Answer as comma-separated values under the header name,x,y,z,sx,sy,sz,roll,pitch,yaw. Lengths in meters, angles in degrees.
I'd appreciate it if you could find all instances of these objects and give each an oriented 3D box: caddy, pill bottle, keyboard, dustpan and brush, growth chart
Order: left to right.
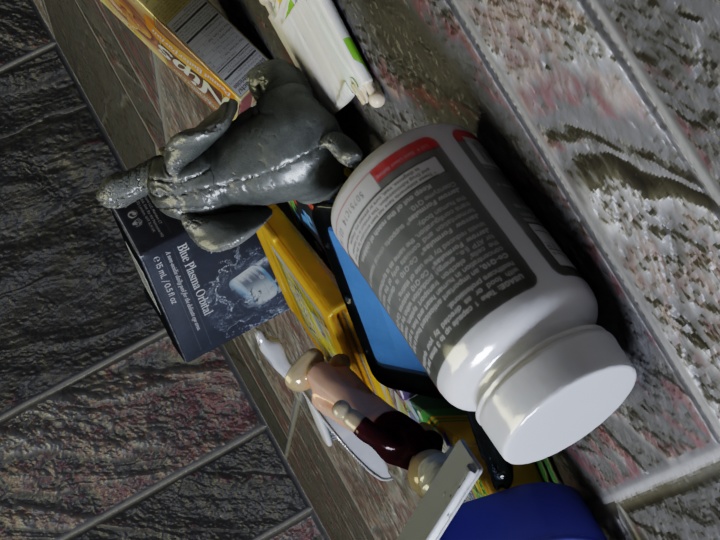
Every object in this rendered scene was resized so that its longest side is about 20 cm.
name,x,y,z,sx,sy,sz,roll,pitch,yaw
growth chart,-0.040,-0.190,1.182,0.145,0.018,0.200,64,169,-7
dustpan and brush,-0.046,0.117,1.402,0.140,0.057,0.201,49,166,51
keyboard,0.032,0.222,1.098,0.011,0.201,0.056,29,-171,-13
pill bottle,0.076,0.014,0.903,0.200,0.114,0.114,57,168,28
caddy,0.116,0.256,1.117,0.105,0.199,0.142,-104,-5,-58

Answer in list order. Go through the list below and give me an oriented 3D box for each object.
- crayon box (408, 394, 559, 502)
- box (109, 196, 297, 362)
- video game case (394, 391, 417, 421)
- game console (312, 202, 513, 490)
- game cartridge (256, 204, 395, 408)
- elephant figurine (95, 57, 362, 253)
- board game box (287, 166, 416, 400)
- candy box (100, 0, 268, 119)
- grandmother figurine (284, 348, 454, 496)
name,x,y,z,sx,sy,sz,roll,pitch,yaw
crayon box,0.117,0.177,1.265,0.126,0.051,0.200,65,168,-14
box,-0.147,-0.036,1.556,0.118,0.199,0.197,54,167,36
video game case,0.098,0.231,1.555,0.182,0.022,0.200,55,167,33
game console,0.039,0.059,1.136,0.176,0.116,0.201,-90,-18,-54
game cartridge,-0.043,0.033,1.403,0.200,0.032,0.177,49,166,42
elephant figurine,-0.118,-0.081,1.232,0.142,0.199,0.155,61,167,19
board game box,0.000,0.000,1.357,0.165,0.057,0.201,48,162,55
candy box,-0.176,-0.239,1.442,0.200,0.055,0.115,43,168,1
grandmother figurine,0.024,0.139,1.238,0.200,0.121,0.061,39,115,43
